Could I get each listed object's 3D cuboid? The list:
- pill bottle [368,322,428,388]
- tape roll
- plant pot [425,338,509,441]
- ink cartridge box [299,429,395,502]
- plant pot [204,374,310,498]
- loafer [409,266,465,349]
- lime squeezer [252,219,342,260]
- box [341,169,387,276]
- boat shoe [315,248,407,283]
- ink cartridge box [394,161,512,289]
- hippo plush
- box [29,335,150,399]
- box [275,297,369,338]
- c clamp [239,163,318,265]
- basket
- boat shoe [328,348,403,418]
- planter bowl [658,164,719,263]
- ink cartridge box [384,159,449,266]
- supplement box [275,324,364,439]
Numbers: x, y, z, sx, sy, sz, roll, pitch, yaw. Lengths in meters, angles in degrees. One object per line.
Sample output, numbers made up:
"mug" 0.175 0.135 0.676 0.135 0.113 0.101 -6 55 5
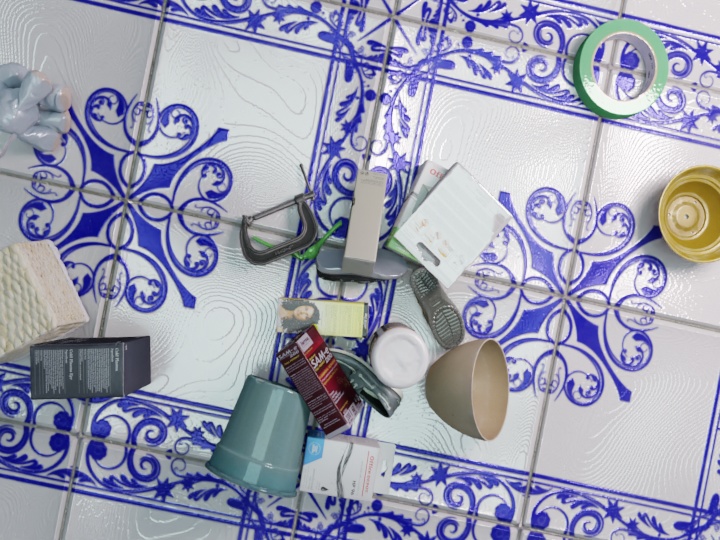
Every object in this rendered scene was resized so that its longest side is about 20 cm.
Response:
"pill bottle" 0.072 0.167 1.461 0.113 0.200 0.120 0 90 -1
"tape roll" 0.561 -0.434 1.552 0.195 0.048 0.206 0 90 -2
"plant pot" 0.212 0.244 1.490 0.132 0.199 0.206 -4 91 33
"ink cartridge box" -0.025 0.416 1.525 0.195 0.068 0.119 9 90 -2
"plant pot" -0.193 0.330 1.467 0.196 0.200 0.201 18 81 -2
"loafer" 0.163 0.074 1.531 0.074 0.070 0.203 -25 108 2
"lime squeezer" -0.131 -0.056 1.534 0.195 0.038 0.073 -10 94 0
"box" 0.009 -0.099 1.484 0.067 0.083 0.205 10 66 -1
"boat shoe" 0.000 0.000 1.527 0.194 0.067 0.071 0 56 -8
"ink cartridge box" 0.186 -0.091 1.459 0.161 0.050 0.201 42 91 -3
"hippo plush" -0.706 -0.333 1.480 0.159 0.160 0.201 33 72 28
"box" -0.532 0.191 1.439 0.177 0.200 0.107 -2 89 -1
"box" -0.080 0.100 1.531 0.194 0.050 0.077 3 90 -3
"c clamp" -0.175 -0.108 1.530 0.197 0.027 0.174 -27 77 -3
"basket" -0.698 0.063 1.454 0.195 0.161 0.204 -27 90 -1
"boat shoe" -0.001 0.237 1.516 0.198 0.073 0.062 35 57 -6
"planter bowl" 0.717 -0.118 1.541 0.195 0.083 0.206 0 90 -1
"ink cartridge box" 0.156 -0.110 1.520 0.143 0.084 0.204 25 89 -3
"supplement box" -0.080 0.223 1.456 0.060 0.109 0.202 -31 94 22
